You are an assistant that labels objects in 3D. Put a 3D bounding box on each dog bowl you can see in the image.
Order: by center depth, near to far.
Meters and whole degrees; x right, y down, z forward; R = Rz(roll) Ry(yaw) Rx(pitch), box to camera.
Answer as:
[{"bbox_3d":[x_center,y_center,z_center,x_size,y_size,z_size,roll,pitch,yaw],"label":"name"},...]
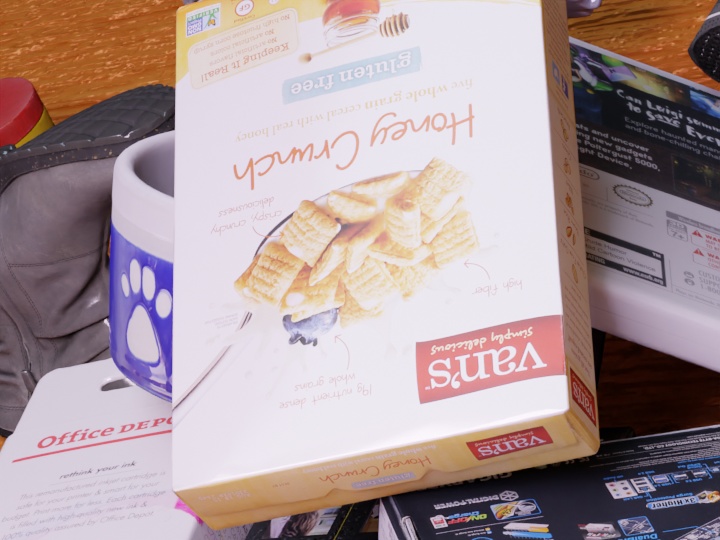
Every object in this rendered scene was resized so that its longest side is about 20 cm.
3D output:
[{"bbox_3d":[0.000,0.000,1.171,0.199,0.079,0.200,4,15,-1],"label":"dog bowl"}]

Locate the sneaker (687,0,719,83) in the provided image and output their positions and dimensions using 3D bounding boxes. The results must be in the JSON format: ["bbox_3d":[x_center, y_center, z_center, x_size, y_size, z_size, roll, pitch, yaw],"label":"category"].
[{"bbox_3d":[0.216,-0.055,1.145,0.199,0.081,0.087,20,57,18],"label":"sneaker"}]

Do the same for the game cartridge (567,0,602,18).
[{"bbox_3d":[0.008,-0.148,1.357,0.133,0.199,0.041,-5,78,44],"label":"game cartridge"}]

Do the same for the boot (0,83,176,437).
[{"bbox_3d":[-0.117,0.001,1.303,0.068,0.131,0.199,-34,10,-41],"label":"boot"}]

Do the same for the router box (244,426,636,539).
[{"bbox_3d":[0.011,0.140,1.069,0.148,0.051,0.200,-5,35,30],"label":"router box"}]

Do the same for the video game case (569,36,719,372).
[{"bbox_3d":[0.138,-0.016,1.125,0.199,0.023,0.182,19,31,-9],"label":"video game case"}]

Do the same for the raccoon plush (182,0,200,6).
[{"bbox_3d":[-0.058,-0.057,1.280,0.096,0.134,0.201,28,92,32],"label":"raccoon plush"}]

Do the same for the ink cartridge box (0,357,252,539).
[{"bbox_3d":[-0.096,0.116,1.178,0.114,0.068,0.200,-11,32,23],"label":"ink cartridge box"}]

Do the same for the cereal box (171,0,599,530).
[{"bbox_3d":[0.005,-0.018,1.030,0.143,0.040,0.201,-13,57,17],"label":"cereal box"}]

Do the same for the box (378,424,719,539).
[{"bbox_3d":[0.118,0.109,0.969,0.199,0.046,0.159,-8,27,-11],"label":"box"}]

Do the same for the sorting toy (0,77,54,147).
[{"bbox_3d":[-0.240,-0.018,1.516,0.199,0.070,0.199,-14,31,22],"label":"sorting toy"}]
